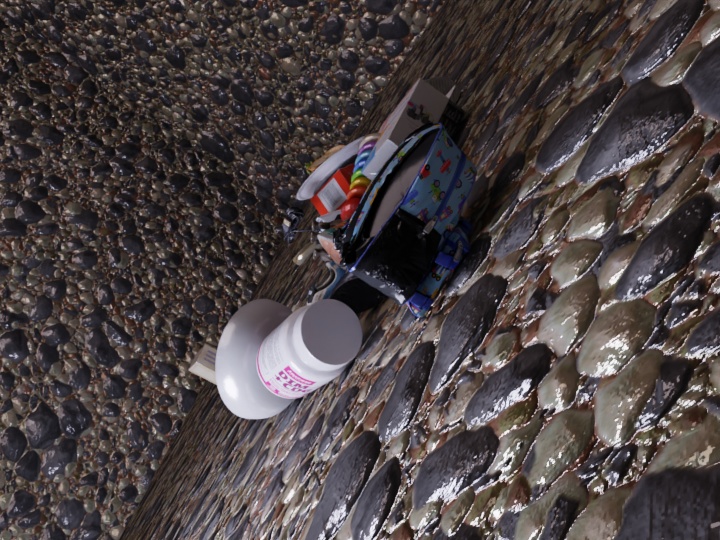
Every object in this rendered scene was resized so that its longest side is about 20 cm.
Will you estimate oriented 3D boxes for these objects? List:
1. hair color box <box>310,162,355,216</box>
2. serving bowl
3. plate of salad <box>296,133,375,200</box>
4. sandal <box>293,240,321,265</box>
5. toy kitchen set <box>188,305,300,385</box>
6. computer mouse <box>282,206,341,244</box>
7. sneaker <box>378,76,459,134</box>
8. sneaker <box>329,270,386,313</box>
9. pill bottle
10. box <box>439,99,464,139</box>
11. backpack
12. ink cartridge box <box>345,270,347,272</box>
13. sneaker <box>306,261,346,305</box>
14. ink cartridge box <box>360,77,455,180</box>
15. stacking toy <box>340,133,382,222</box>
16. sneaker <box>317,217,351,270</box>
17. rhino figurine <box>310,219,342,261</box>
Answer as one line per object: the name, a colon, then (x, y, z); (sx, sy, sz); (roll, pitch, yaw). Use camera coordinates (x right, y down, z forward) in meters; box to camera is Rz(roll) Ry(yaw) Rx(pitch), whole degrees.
hair color box: (0.005, -0.176, 1.513); (0.199, 0.064, 0.111); (-33, -5, -46)
serving bowl: (-0.148, 0.152, 1.263); (0.065, 0.201, 0.202); (6, 56, 36)
plate of salad: (-0.050, -0.209, 1.483); (0.199, 0.048, 0.200); (-38, -6, -5)
sandal: (-0.047, -0.067, 1.505); (0.199, 0.054, 0.080); (-39, 0, 4)
toy kitchen set: (-0.198, 0.132, 1.479); (0.163, 0.179, 0.202); (-38, 26, 60)
computer mouse: (-0.050, -0.091, 1.431); (0.110, 0.197, 0.044); (98, 169, -65)
sneaker: (0.109, -0.309, 1.515); (0.200, 0.076, 0.105); (-42, 1, -26)
sneaker: (0.026, -0.012, 1.129); (0.200, 0.070, 0.083); (-41, 27, 34)
pill bottle: (-0.077, 0.117, 1.127); (0.114, 0.113, 0.200); (-63, 11, -29)
box: (0.106, -0.195, 1.377); (0.160, 0.044, 0.201); (-45, 16, 54)
backpack: (0.068, -0.070, 0.914); (0.201, 0.134, 0.183); (-57, 9, 5)
ink cartridge box: (0.000, 0.000, 1.333); (0.201, 0.037, 0.095); (-59, 10, -22)
sneaker: (-0.080, 0.076, 1.394); (0.202, 0.072, 0.072); (-60, 12, -6)
ink cartridge box: (0.084, -0.249, 1.321); (0.115, 0.067, 0.201); (-42, 18, 56)
stacking toy: (0.015, -0.153, 1.352); (0.085, 0.085, 0.202); (-46, 18, 48)
sneaker: (-0.019, -0.051, 1.208); (0.080, 0.072, 0.200); (-39, 4, -3)
rhino figurine: (-0.045, -0.044, 1.408); (0.200, 0.086, 0.061); (91, 179, -74)
